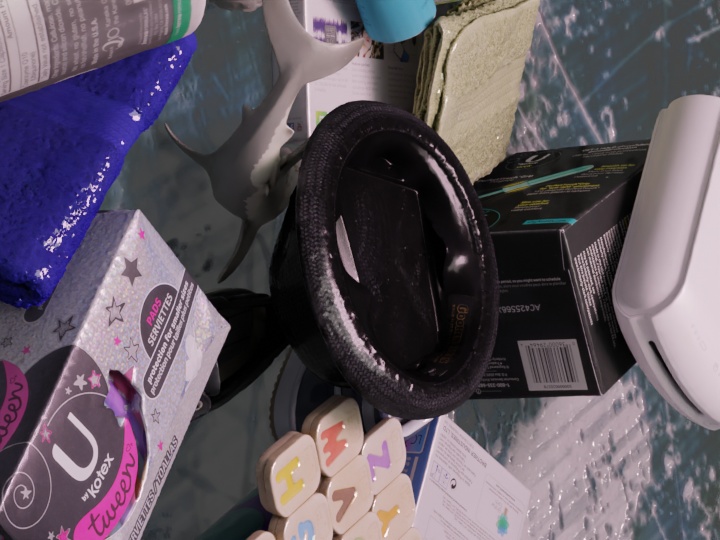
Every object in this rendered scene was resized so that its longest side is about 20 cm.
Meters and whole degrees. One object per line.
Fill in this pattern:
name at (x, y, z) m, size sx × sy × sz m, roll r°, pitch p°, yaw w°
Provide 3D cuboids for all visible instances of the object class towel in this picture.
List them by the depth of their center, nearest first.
towel at (-0.192, -0.076, 1.293) m, size 0.050 × 0.147 × 0.201 m, roll 95°, pitch 18°, yaw -53°
towel at (0.079, -0.124, 1.695) m, size 0.200 × 0.036 × 0.149 m, roll -39°, pitch 141°, yaw -64°

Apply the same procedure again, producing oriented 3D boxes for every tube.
tube at (-0.003, -0.242, 1.554) m, size 0.078 × 0.050 × 0.201 m, roll -81°, pitch 155°, yaw -47°

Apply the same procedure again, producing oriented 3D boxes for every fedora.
fedora at (0.000, 0.000, 1.487) m, size 0.200 × 0.091 × 0.202 m, roll 20°, pitch 61°, yaw -43°

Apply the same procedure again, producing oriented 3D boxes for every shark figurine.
shark figurine at (-0.077, -0.082, 1.474) m, size 0.128 × 0.089 × 0.215 m, roll -54°, pitch 172°, yaw -25°

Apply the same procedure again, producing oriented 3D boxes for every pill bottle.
pill bottle at (-0.191, -0.146, 1.244) m, size 0.199 × 0.113 × 0.114 m, roll -21°, pitch 108°, yaw -19°

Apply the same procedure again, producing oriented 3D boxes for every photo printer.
photo printer at (0.248, 0.002, 1.699) m, size 0.166 × 0.069 × 0.201 m, roll 49°, pitch 49°, yaw -42°

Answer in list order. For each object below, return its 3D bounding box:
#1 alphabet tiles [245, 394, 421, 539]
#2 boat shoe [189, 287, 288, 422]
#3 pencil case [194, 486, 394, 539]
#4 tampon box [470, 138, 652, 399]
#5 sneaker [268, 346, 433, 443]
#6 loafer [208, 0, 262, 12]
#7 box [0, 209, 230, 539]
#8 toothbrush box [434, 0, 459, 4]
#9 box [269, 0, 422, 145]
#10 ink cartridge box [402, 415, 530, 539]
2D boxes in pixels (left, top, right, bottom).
alphabet tiles at (-0.016, 0.184, 1.470) m, size 0.195 × 0.015 × 0.201 m, roll -36°, pitch 124°, yaw -48°
boat shoe at (-0.106, 0.056, 1.453) m, size 0.199 × 0.066 × 0.075 m, roll -18°, pitch 102°, yaw -54°
pencil case at (-0.066, 0.194, 1.485) m, size 0.200 × 0.085 × 0.093 m, roll -34°, pitch 125°, yaw -50°
tampon box at (0.144, -0.003, 1.742) m, size 0.200 × 0.149 × 0.127 m, roll -34°, pitch 115°, yaw -51°
sneaker at (0.017, 0.032, 1.593) m, size 0.070 × 0.108 × 0.201 m, roll 45°, pitch 52°, yaw -44°
loafer at (-0.060, -0.264, 1.529) m, size 0.070 × 0.069 × 0.201 m, roll 103°, pitch -3°, yaw -72°
box at (-0.177, 0.076, 1.291) m, size 0.115 × 0.131 × 0.201 m, roll 54°, pitch 47°, yaw -42°
toothbrush box at (0.089, -0.279, 1.699) m, size 0.200 × 0.085 × 0.147 m, roll -43°, pitch 123°, yaw -66°
box at (-0.010, -0.185, 1.638) m, size 0.144 × 0.036 × 0.202 m, roll 0°, pitch 89°, yaw -55°
ink cartridge box at (0.035, 0.214, 1.636) m, size 0.136 × 0.076 × 0.201 m, roll 43°, pitch 53°, yaw -44°
